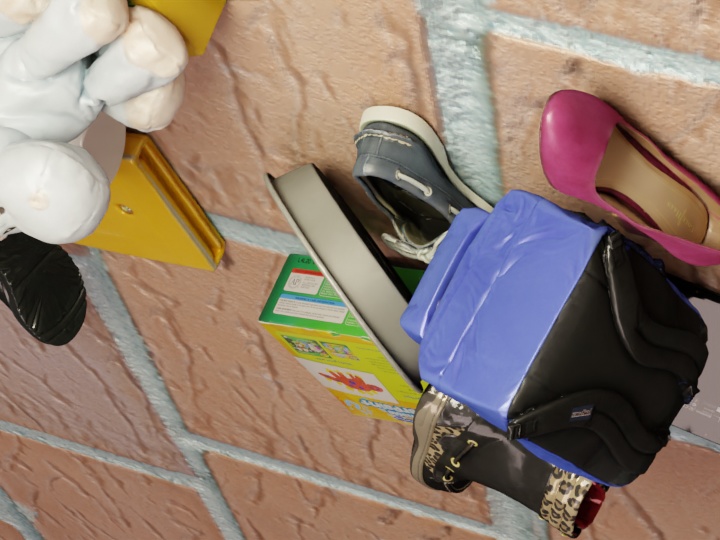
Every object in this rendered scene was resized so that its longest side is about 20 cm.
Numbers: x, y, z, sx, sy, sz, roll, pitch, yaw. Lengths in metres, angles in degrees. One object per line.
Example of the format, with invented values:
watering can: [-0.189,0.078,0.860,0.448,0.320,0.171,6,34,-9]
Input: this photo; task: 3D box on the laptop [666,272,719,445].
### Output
laptop: [0.258,0.066,1.571,0.186,0.116,0.201,21,128,0]

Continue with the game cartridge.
game cartridge: [-0.231,-0.070,1.682,0.199,0.033,0.177,13,155,27]

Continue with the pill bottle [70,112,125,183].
pill bottle: [-0.284,-0.114,1.535,0.198,0.105,0.104,13,155,18]

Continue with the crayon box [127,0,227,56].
crayon box: [-0.180,-0.196,1.338,0.199,0.051,0.127,0,148,40]

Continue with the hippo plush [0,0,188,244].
hippo plush: [-0.222,-0.105,1.298,0.198,0.162,0.160,13,156,19]

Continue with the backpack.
backpack: [0.142,0.045,1.403,0.200,0.163,0.167,32,-179,-45]

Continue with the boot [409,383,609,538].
boot: [0.118,0.154,1.562,0.150,0.073,0.200,30,157,17]

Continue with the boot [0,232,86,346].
boot: [-0.347,-0.022,1.788,0.162,0.074,0.199,13,147,41]

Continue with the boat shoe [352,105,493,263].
boat shoe: [0.051,-0.041,1.454,0.074,0.062,0.200,6,152,28]

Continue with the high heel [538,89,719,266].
high heel: [0.187,-0.060,1.288,0.096,0.068,0.200,17,173,35]

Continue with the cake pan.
cake pan: [0.000,0.000,1.487,0.201,0.037,0.200,54,-177,-4]

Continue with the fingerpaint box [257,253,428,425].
fingerpaint box: [0.043,0.065,1.668,0.199,0.074,0.167,7,152,39]
